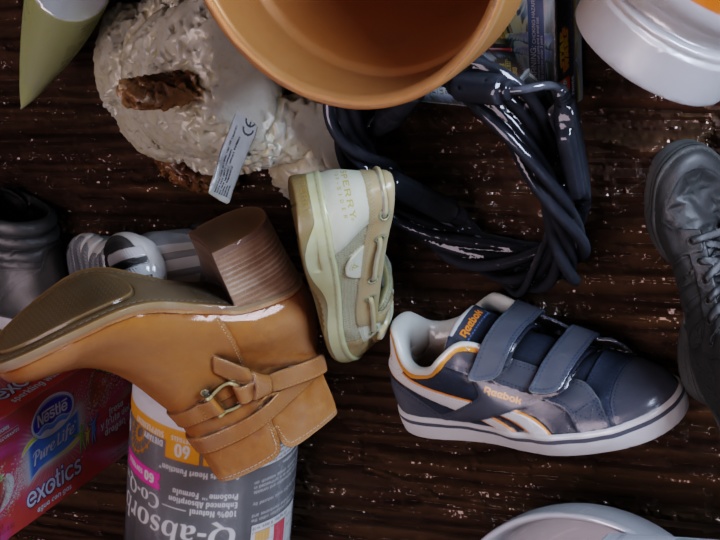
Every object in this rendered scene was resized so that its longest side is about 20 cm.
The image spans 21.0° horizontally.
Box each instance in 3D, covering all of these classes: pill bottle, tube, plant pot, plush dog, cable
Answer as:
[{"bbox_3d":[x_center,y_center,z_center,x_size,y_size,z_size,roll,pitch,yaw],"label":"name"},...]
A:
[{"bbox_3d":[0.200,-0.193,1.016,0.114,0.114,0.200,38,123,13],"label":"pill bottle"},{"bbox_3d":[-0.194,-0.156,1.231,0.052,0.058,0.200,66,165,2],"label":"tube"},{"bbox_3d":[-0.103,0.160,1.337,0.116,0.116,0.201,17,116,25],"label":"pill bottle"},{"bbox_3d":[0.022,-0.199,1.038,0.199,0.140,0.201,11,113,28],"label":"plant pot"},{"bbox_3d":[-0.110,-0.120,1.230,0.172,0.160,0.201,1,110,59],"label":"plush dog"},{"bbox_3d":[0.059,-0.053,1.149,0.163,0.051,0.200,10,143,22],"label":"cable"}]

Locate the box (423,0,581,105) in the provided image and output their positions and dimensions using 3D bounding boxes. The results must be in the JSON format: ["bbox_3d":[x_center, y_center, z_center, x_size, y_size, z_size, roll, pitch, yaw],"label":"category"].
[{"bbox_3d":[0.059,-0.197,1.136,0.136,0.040,0.201,8,112,30],"label":"box"}]

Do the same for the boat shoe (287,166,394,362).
[{"bbox_3d":[-0.001,-0.003,1.200,0.063,0.201,0.073,-12,60,1],"label":"boat shoe"}]

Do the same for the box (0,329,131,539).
[{"bbox_3d":[-0.255,0.113,1.358,0.099,0.200,0.096,13,116,27],"label":"box"}]

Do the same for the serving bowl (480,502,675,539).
[{"bbox_3d":[0.157,0.233,1.238,0.199,0.066,0.201,12,115,27],"label":"serving bowl"}]

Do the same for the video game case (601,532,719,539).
[{"bbox_3d":[0.238,0.253,1.141,0.181,0.023,0.201,-1,108,32],"label":"video game case"}]

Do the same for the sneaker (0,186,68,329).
[{"bbox_3d":[-0.293,-0.019,1.416,0.199,0.071,0.100,10,110,24],"label":"sneaker"}]

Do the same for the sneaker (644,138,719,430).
[{"bbox_3d":[0.217,0.029,1.098,0.104,0.060,0.201,-137,32,-66],"label":"sneaker"}]

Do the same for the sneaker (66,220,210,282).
[{"bbox_3d":[-0.127,0.003,1.318,0.200,0.115,0.075,179,81,-69],"label":"sneaker"}]

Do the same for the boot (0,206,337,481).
[{"bbox_3d":[-0.116,0.067,1.198,0.199,0.074,0.155,-22,118,-5],"label":"boot"}]

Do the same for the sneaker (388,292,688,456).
[{"bbox_3d":[0.100,0.062,1.194,0.199,0.078,0.080,-1,120,33],"label":"sneaker"}]
